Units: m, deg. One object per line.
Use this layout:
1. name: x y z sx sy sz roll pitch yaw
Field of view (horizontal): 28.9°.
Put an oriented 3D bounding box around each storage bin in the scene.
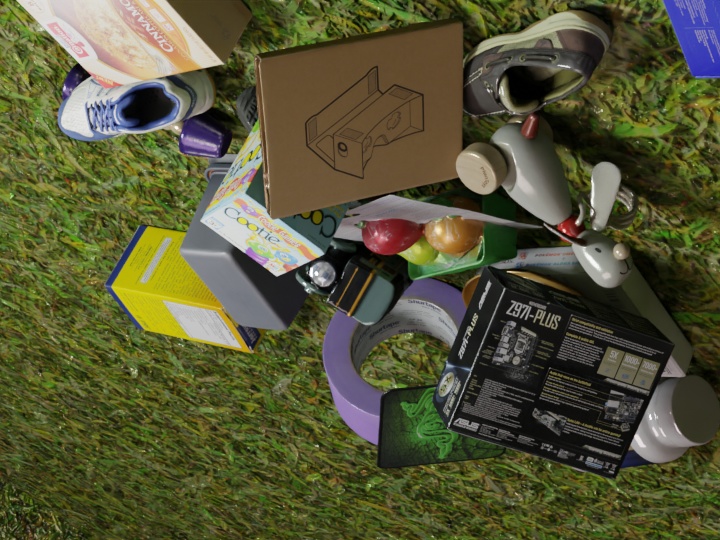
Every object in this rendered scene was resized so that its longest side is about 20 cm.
1. storage bin: -0.135 -0.027 1.697 0.145 0.134 0.200 5 145 34

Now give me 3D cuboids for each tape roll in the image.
1. tape roll: 0.058 0.111 1.700 0.200 0.200 0.085 17 150 17

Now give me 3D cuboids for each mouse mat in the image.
1. mouse mat: 0.100 0.181 1.626 0.161 0.008 0.200 -5 145 -5

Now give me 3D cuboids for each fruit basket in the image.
1. fruit basket: 0.060 -0.053 1.472 0.200 0.094 0.185 15 163 -31

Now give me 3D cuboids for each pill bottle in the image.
1. pill bottle: 0.332 0.180 1.682 0.111 0.111 0.200 37 150 -20

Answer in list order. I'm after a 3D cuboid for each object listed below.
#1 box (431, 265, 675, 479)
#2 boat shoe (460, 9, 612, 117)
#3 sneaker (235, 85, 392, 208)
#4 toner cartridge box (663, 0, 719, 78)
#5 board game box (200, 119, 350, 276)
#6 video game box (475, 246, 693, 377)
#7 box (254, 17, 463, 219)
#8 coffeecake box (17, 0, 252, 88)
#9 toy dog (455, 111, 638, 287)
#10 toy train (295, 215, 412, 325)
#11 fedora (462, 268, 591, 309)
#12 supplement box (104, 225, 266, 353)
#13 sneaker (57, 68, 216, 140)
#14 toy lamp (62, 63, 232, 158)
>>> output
1. box: 0.199 0.108 1.468 0.200 0.164 0.086 17 -167 -13
2. boat shoe: 0.146 -0.176 1.277 0.072 0.066 0.201 36 151 -22
3. sneaker: -0.061 -0.126 1.537 0.200 0.076 0.091 39 157 -18
4. toner cartridge box: 0.282 -0.234 1.089 0.095 0.043 0.200 4 145 34
5. board game box: -0.059 -0.112 1.416 0.105 0.200 0.103 37 150 -19
6. video game box: 0.256 0.049 1.592 0.182 0.047 0.200 -4 139 40
7. box: 0.003 -0.141 1.302 0.021 0.200 0.164 -129 31 -53
8. coffeecake box: -0.236 -0.274 1.426 0.200 0.073 0.154 -3 142 44
9. toy dog: 0.193 -0.082 1.331 0.200 0.132 0.096 29 150 -6
10. toy train: 0.000 0.000 1.602 0.114 0.085 0.200 32 -165 5
11. fedora: 0.192 0.082 1.565 0.200 0.082 0.201 20 150 12
12. supplement box: -0.222 0.023 1.883 0.200 0.110 0.109 10 149 29
13. sneaker: -0.262 -0.184 1.536 0.200 0.088 0.075 -12 105 25
14. toy lamp: -0.243 -0.181 1.611 0.200 0.058 0.058 24 152 10
